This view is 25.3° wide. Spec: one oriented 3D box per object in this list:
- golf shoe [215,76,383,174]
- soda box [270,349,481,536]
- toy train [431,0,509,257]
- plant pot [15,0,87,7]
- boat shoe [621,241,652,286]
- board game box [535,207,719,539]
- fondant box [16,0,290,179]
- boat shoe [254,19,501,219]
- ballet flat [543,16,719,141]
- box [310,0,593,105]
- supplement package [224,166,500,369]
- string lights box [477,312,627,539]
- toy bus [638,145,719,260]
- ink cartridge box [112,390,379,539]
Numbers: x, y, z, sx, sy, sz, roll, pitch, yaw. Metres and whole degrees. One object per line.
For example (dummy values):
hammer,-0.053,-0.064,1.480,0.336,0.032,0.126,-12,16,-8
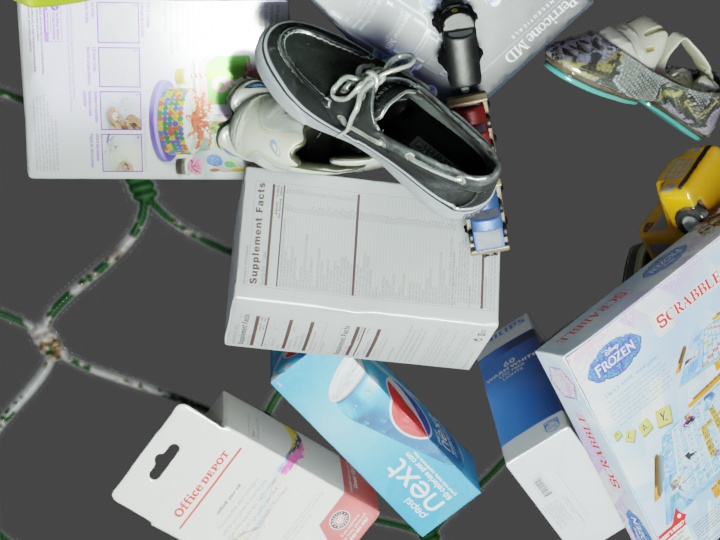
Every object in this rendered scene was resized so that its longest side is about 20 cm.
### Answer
golf shoe,-0.007,-0.095,1.198,0.200,0.097,0.078,-7,118,-40
soda box,0.013,0.126,1.351,0.068,0.064,0.200,-38,111,12
toy train,0.082,-0.095,1.152,0.034,0.046,0.200,-11,116,0
plant pot,-0.179,-0.297,1.066,0.181,0.199,0.200,-9,121,-39
boat shoe,0.229,0.073,1.339,0.072,0.066,0.201,-12,103,-42
board game box,0.252,0.088,1.198,0.200,0.041,0.200,-35,109,-21
fondant box,-0.155,-0.146,1.223,0.200,0.058,0.144,1,114,-3
boat shoe,0.012,-0.113,1.102,0.199,0.068,0.074,43,69,10
ballet flat,0.213,-0.154,1.209,0.200,0.072,0.072,15,116,-46
box,0.044,-0.228,1.174,0.148,0.107,0.200,-42,110,14
supplement package,0.000,0.000,1.247,0.200,0.114,0.110,7,157,-6
string lights box,0.151,0.126,1.285,0.059,0.200,0.103,-33,112,11
toy bus,0.288,-0.003,1.290,0.065,0.078,0.200,-50,120,-31
ink cartridge box,-0.098,0.185,1.367,0.200,0.068,0.117,32,108,-18
